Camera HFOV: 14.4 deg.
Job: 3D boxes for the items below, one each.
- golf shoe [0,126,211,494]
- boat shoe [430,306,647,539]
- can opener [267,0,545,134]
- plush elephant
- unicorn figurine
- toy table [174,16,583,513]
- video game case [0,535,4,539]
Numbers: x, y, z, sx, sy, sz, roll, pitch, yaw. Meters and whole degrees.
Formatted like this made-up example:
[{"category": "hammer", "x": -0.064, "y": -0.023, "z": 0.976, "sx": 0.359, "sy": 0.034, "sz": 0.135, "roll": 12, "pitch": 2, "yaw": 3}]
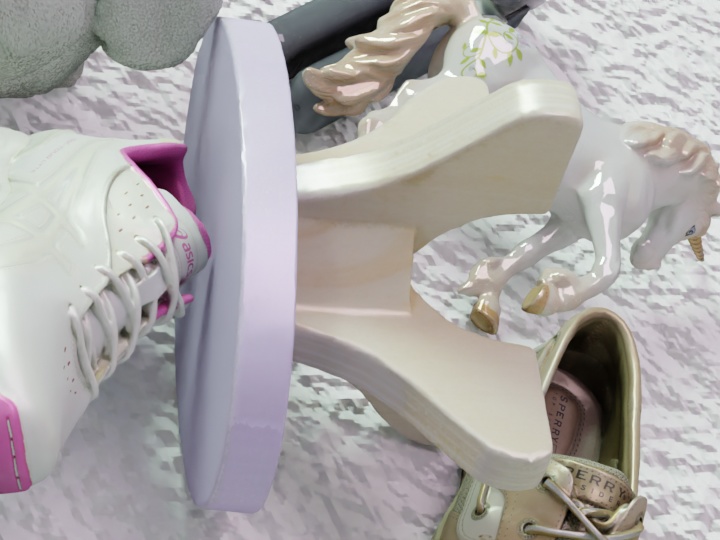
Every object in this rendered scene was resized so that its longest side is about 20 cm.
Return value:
[{"category": "golf shoe", "x": -0.096, "y": 0.003, "z": 0.958, "sx": 0.091, "sy": 0.076, "sz": 0.200, "roll": -6, "pitch": 31, "yaw": 0}, {"category": "boat shoe", "x": 0.070, "y": 0.093, "z": 1.051, "sx": 0.072, "sy": 0.065, "sz": 0.200, "roll": 28, "pitch": 40, "yaw": -12}, {"category": "can opener", "x": 0.026, "y": -0.120, "z": 1.241, "sx": 0.053, "sy": 0.067, "sz": 0.200, "roll": 45, "pitch": 38, "yaw": 10}, {"category": "plush elephant", "x": -0.128, "y": -0.131, "z": 1.076, "sx": 0.164, "sy": 0.156, "sz": 0.200, "roll": -4, "pitch": 0, "yaw": 8}, {"category": "unicorn figurine", "x": 0.078, "y": -0.039, "z": 1.181, "sx": 0.200, "sy": 0.074, "sz": 0.137, "roll": 52, "pitch": 58, "yaw": -18}, {"category": "toy table", "x": 0.000, "y": 0.000, "z": 1.024, "sx": 0.117, "sy": 0.184, "sz": 0.201, "roll": 5, "pitch": 59, "yaw": -13}, {"category": "video game case", "x": -0.162, "y": 0.070, "z": 0.829, "sx": 0.143, "sy": 0.018, "sz": 0.200, "roll": -83, "pitch": 153, "yaw": -49}]
